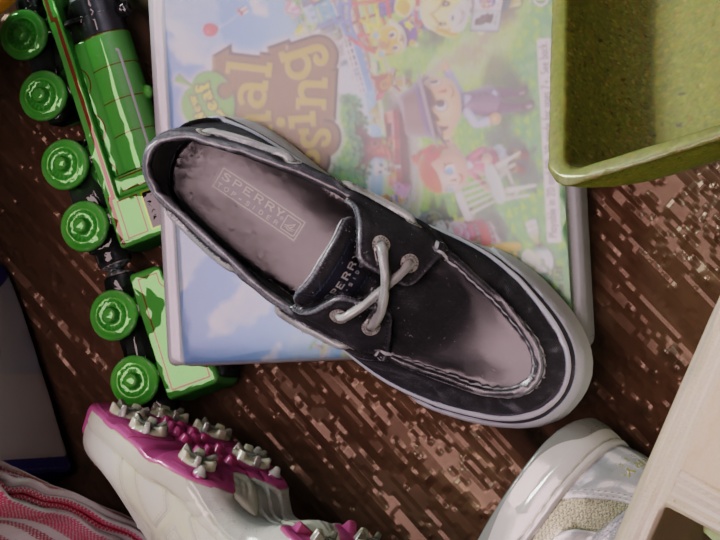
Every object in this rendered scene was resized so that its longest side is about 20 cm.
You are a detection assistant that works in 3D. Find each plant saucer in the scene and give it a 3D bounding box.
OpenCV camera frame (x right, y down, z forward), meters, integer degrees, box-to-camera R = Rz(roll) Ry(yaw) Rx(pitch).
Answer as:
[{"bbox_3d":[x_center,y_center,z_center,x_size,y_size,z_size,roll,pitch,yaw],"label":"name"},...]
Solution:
[{"bbox_3d":[0.170,-0.123,1.118,0.199,0.048,0.201,-17,49,26],"label":"plant saucer"}]

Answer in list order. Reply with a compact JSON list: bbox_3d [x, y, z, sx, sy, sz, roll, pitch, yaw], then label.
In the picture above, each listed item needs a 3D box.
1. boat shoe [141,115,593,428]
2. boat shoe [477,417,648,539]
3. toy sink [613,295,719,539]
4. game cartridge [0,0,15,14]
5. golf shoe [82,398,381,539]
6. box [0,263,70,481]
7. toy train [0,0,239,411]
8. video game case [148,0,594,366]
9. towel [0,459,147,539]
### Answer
[{"bbox_3d":[0.000,0.000,1.193,0.200,0.068,0.072,35,100,12],"label":"boat shoe"},{"bbox_3d":[0.063,0.159,1.205,0.065,0.074,0.202,34,99,26],"label":"boat shoe"},{"bbox_3d":[0.187,0.061,1.109,0.112,0.130,0.201,28,102,22],"label":"toy sink"},{"bbox_3d":[-0.253,-0.065,1.273,0.200,0.032,0.176,-46,26,-14],"label":"game cartridge"},{"bbox_3d":[-0.055,0.122,1.214,0.200,0.075,0.092,34,106,40],"label":"golf shoe"},{"bbox_3d":[-0.264,0.078,1.301,0.200,0.184,0.105,-26,77,24],"label":"box"},{"bbox_3d":[-0.103,-0.033,1.301,0.056,0.042,0.201,-20,82,15],"label":"toy train"},{"bbox_3d":[0.002,-0.064,1.238,0.181,0.022,0.201,-3,91,16],"label":"video game case"},{"bbox_3d":[-0.185,0.144,1.286,0.200,0.146,0.030,-26,55,26],"label":"towel"}]
